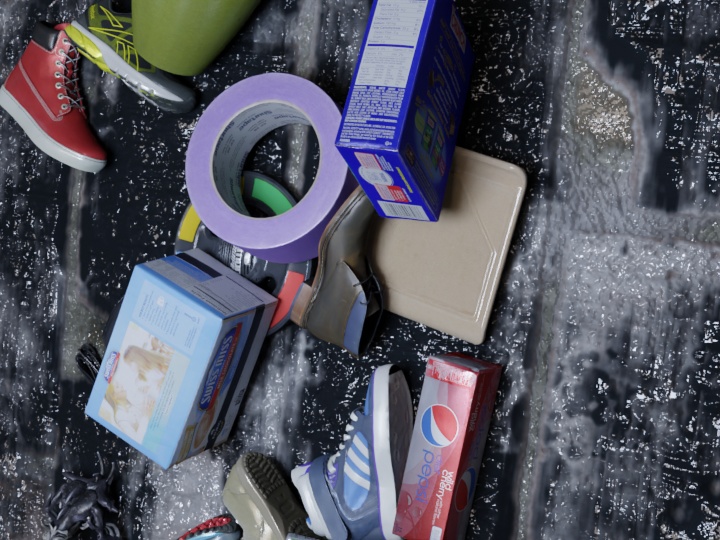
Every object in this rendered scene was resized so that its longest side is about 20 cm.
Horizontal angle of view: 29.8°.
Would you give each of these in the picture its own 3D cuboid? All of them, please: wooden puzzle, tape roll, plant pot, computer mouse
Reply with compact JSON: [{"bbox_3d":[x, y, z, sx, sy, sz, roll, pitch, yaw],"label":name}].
[{"bbox_3d":[0.082,-0.040,1.493,0.183,0.037,0.203,20,105,28],"label":"wooden puzzle"},{"bbox_3d":[-0.093,-0.115,1.533,0.197,0.085,0.204,-4,78,17],"label":"tape roll"},{"bbox_3d":[-0.191,-0.337,1.577,0.187,0.186,0.202,40,123,23],"label":"plant pot"},{"bbox_3d":[-0.275,0.101,1.681,0.200,0.046,0.141,-43,71,22],"label":"computer mouse"}]

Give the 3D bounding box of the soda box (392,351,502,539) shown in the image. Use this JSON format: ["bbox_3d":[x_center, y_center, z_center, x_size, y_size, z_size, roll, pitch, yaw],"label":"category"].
[{"bbox_3d":[0.094,0.194,1.464,0.063,0.070,0.203,16,98,28],"label":"soda box"}]

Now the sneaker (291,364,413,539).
[{"bbox_3d":[-0.018,0.206,1.519,0.144,0.080,0.204,-1,95,25],"label":"sneaker"}]

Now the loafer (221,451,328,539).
[{"bbox_3d":[-0.093,0.308,1.568,0.068,0.075,0.202,-39,75,34],"label":"loafer"}]

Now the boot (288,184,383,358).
[{"bbox_3d":[0.000,0.000,1.489,0.096,0.074,0.202,36,122,16],"label":"boot"}]

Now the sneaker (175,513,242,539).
[{"bbox_3d":[-0.198,0.368,1.633,0.200,0.079,0.096,-40,81,32],"label":"sneaker"}]

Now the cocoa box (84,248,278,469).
[{"bbox_3d":[-0.207,0.099,1.562,0.132,0.131,0.202,29,110,19],"label":"cocoa box"}]

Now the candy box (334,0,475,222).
[{"bbox_3d":[0.051,-0.178,1.395,0.076,0.169,0.203,8,70,21],"label":"candy box"}]

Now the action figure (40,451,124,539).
[{"bbox_3d":[-0.358,0.332,1.701,0.118,0.102,0.201,26,76,34],"label":"action figure"}]

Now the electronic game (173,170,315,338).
[{"bbox_3d":[-0.140,-0.017,1.609,0.197,0.041,0.204,0,89,29],"label":"electronic game"}]

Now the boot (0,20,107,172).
[{"bbox_3d":[-0.370,-0.229,1.722,0.200,0.072,0.145,42,107,26],"label":"boot"}]

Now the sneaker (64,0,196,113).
[{"bbox_3d":[-0.274,-0.270,1.665,0.199,0.074,0.085,35,86,13],"label":"sneaker"}]

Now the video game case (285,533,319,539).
[{"bbox_3d":[-0.017,0.410,1.507,0.179,0.022,0.203,13,97,-1],"label":"video game case"}]
